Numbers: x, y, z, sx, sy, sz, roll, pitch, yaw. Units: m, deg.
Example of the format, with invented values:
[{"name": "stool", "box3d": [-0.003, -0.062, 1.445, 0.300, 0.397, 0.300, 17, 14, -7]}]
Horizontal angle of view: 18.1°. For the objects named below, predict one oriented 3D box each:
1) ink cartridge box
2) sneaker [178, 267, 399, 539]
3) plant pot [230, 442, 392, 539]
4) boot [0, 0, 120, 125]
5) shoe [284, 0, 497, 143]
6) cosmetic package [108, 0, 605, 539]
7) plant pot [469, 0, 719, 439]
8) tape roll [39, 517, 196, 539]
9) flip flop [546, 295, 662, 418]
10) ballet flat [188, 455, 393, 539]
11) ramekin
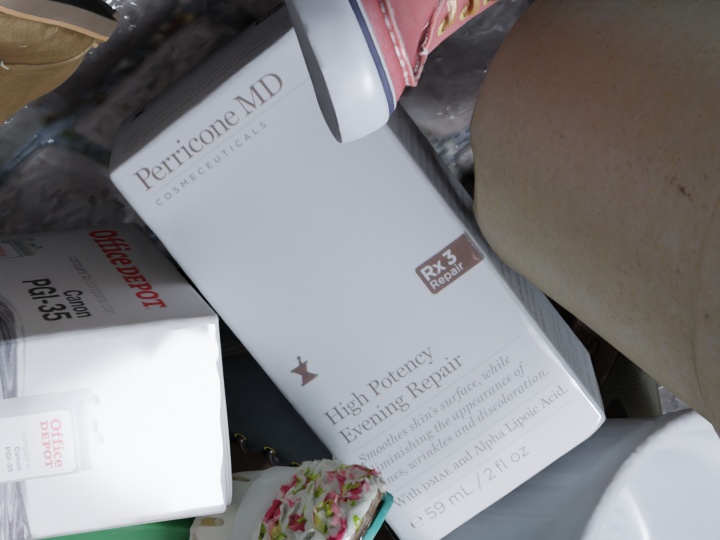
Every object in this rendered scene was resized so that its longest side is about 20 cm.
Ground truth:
[{"name": "ink cartridge box", "box3d": [-0.163, 0.045, 0.868, 0.199, 0.146, 0.083, -7, 108, -17]}, {"name": "sneaker", "box3d": [-0.019, 0.071, 0.998, 0.106, 0.201, 0.075, -26, -172, 16]}, {"name": "plant pot", "box3d": [0.035, 0.150, 1.095, 0.199, 0.175, 0.201, -13, 142, -11]}, {"name": "boot", "box3d": [-0.126, -0.073, 0.735, 0.076, 0.073, 0.200, -52, 180, 1]}, {"name": "shoe", "box3d": [0.017, -0.107, 0.758, 0.090, 0.200, 0.072, -18, 112, 2]}, {"name": "cosmetic package", "box3d": [0.000, 0.000, 0.889, 0.101, 0.074, 0.200, -36, 106, 11]}, {"name": "plant pot", "box3d": [0.144, -0.029, 0.816, 0.200, 0.183, 0.202, -19, 123, -33]}, {"name": "tape roll", "box3d": [-0.157, 0.126, 1.019, 0.199, 0.049, 0.201, -11, 160, -4]}, {"name": "flip flop", "box3d": [0.112, 0.037, 1.033, 0.081, 0.057, 0.201, -34, 117, -31]}, {"name": "ballet flat", "box3d": [-0.038, 0.113, 0.895, 0.076, 0.064, 0.200, -57, 178, -24]}, {"name": "ramekin", "box3d": [0.107, 0.156, 0.958, 0.097, 0.202, 0.200, 3, 164, 42]}]
